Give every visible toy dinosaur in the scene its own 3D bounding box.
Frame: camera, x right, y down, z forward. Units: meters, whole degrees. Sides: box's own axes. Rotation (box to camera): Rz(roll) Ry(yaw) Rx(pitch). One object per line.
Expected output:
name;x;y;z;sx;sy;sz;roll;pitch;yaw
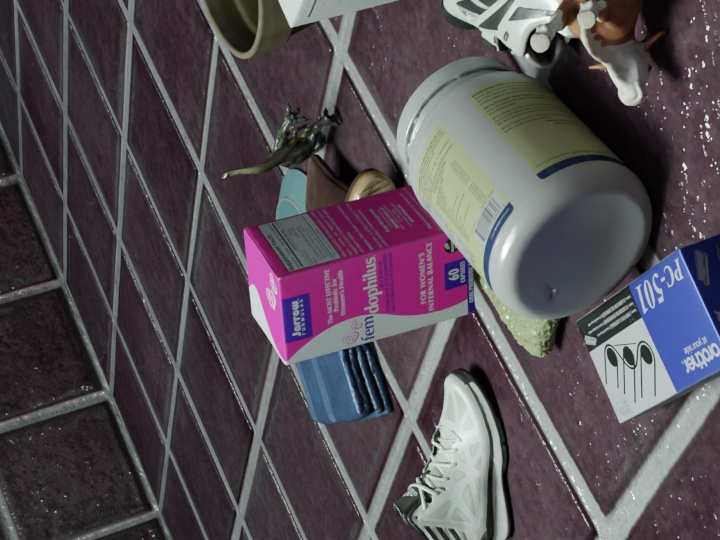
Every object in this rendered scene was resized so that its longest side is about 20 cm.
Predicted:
toy dinosaur;-0.077;-0.147;1.837;0.047;0.200;0.088;46;118;10

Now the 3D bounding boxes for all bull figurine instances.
bull figurine;0.172;-0.213;1.153;0.065;0.121;0.201;6;109;29

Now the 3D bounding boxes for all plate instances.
plate;-0.070;-0.029;2.044;0.200;0.025;0.201;50;149;47

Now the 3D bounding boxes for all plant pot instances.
plant pot;-0.059;-0.322;1.571;0.200;0.173;0.201;51;150;45

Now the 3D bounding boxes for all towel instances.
towel;-0.026;0.135;2.024;0.200;0.048;0.112;161;91;-71
towel;0.131;-0.028;1.502;0.149;0.036;0.200;95;150;-48

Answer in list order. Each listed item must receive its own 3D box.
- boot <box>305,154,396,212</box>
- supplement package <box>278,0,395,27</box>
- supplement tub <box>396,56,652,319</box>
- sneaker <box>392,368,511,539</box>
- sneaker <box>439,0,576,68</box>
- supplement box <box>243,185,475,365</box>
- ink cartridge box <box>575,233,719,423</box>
boot;-0.022;-0.076;1.811;0.167;0.072;0.201;55;157;36
supplement package;0.022;-0.296;1.340;0.110;0.199;0.114;66;158;16
supplement tub;0.128;-0.072;1.319;0.200;0.144;0.146;54;152;43
sneaker;0.088;0.208;1.686;0.076;0.115;0.202;27;130;63
sneaker;0.126;-0.204;1.323;0.200;0.074;0.089;175;81;-70
supplement box;0.000;0.000;1.535;0.103;0.199;0.102;-126;26;-52
ink cartridge box;0.241;0.049;1.264;0.094;0.044;0.200;67;159;11
